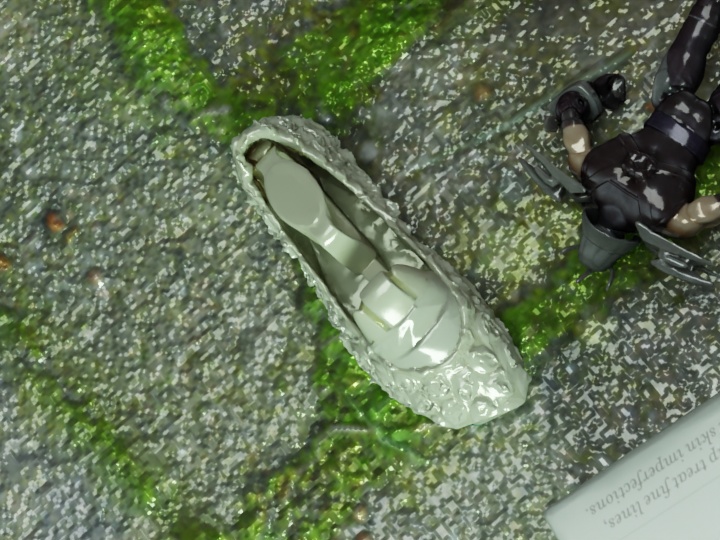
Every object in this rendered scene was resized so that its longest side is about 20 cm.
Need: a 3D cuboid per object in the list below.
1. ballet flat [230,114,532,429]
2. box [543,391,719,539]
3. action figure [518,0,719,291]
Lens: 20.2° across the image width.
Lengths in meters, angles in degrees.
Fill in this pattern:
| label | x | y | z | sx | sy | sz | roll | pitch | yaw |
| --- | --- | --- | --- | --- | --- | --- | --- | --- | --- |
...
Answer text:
| label | x | y | z | sx | sy | sz | roll | pitch | yaw |
| --- | --- | --- | --- | --- | --- | --- | --- | --- | --- |
| ballet flat | 0.000 | 0.000 | 0.992 | 0.072 | 0.072 | 0.200 | -44 | 72 | 4 |
| box | 0.219 | 0.139 | 0.864 | 0.199 | 0.131 | 0.200 | -34 | 72 | 7 |
| action figure | 0.160 | -0.076 | 0.961 | 0.130 | 0.069 | 0.200 | 34 | 94 | 13 |
